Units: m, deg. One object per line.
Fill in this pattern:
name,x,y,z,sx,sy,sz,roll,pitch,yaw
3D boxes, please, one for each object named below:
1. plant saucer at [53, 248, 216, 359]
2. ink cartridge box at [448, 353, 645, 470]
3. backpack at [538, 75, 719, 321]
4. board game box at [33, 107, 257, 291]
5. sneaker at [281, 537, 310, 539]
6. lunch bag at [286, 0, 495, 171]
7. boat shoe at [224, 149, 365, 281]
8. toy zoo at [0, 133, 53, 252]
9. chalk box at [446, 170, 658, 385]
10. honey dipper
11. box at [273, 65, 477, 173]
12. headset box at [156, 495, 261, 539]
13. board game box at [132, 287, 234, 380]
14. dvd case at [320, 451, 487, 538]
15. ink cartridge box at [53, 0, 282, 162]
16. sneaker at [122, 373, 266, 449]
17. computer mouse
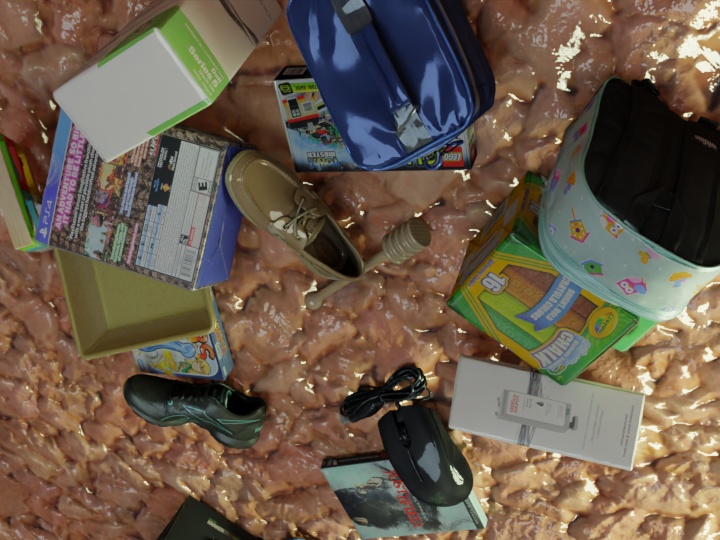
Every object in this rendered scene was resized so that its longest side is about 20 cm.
plant saucer,-0.268,-0.010,1.149,0.197,0.048,0.203,-12,91,21
ink cartridge box,0.205,0.156,1.064,0.197,0.146,0.084,11,85,13
backpack,0.248,-0.054,0.864,0.174,0.201,0.154,31,130,-4
board game box,-0.234,-0.085,1.049,0.197,0.097,0.162,17,99,12
sneaker,-0.069,0.494,1.461,0.076,0.086,0.201,-16,117,29
lunch bag,0.030,-0.186,0.862,0.135,0.132,0.202,-25,95,25
boat shoe,-0.064,-0.057,1.031,0.064,0.072,0.200,22,165,50
toy zoo,-0.396,-0.087,1.116,0.020,0.200,0.133,-18,94,-9
chalk box,0.210,0.021,0.983,0.199,0.124,0.125,34,130,-5
honey dipper,0.000,0.000,1.107,0.038,0.038,0.199,46,129,-15
box,0.016,-0.158,0.986,0.197,0.035,0.111,1,125,21
headset box,-0.247,0.472,1.510,0.173,0.093,0.200,34,129,-6
board game box,-0.251,0.050,1.241,0.133,0.035,0.202,2,125,20
dvd case,0.058,0.307,1.317,0.198,0.022,0.147,-13,119,27
ink cartridge box,-0.178,-0.211,0.917,0.144,0.201,0.084,-21,118,32
sneaker,-0.220,0.173,1.289,0.198,0.076,0.080,19,130,-14
computer mouse,0.067,0.230,1.217,0.138,0.053,0.201,-29,101,31
